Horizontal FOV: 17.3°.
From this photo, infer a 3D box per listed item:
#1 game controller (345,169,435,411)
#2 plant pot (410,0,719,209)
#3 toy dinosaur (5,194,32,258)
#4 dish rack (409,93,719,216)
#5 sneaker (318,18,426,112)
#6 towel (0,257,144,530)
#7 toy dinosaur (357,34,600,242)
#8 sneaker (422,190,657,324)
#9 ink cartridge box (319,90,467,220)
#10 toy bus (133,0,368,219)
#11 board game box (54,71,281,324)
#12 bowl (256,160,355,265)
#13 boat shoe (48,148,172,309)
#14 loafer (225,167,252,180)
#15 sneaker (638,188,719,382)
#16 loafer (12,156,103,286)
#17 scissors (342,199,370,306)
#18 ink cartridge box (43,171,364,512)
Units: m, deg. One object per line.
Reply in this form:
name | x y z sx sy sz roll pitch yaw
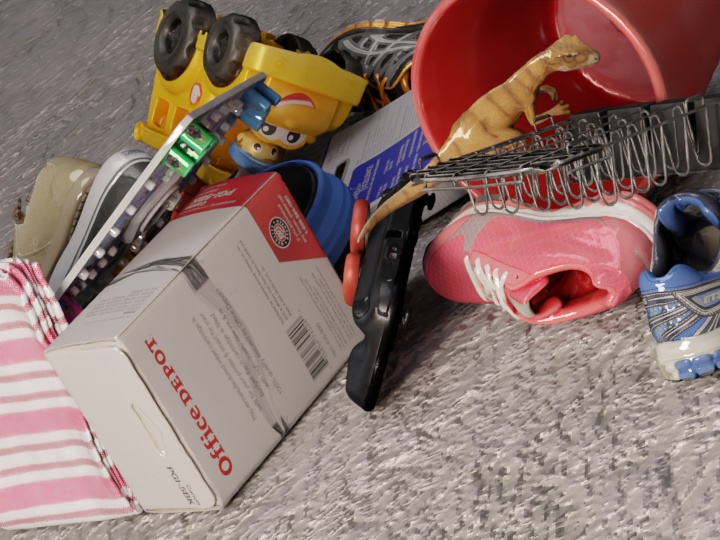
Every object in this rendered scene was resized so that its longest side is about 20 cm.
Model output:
game controller | 0.022 0.011 1.635 0.042 0.105 0.200 7 30 5
plant pot | 0.163 -0.152 1.697 0.200 0.201 0.177 -11 20 38
toy dinosaur | -0.246 -0.022 2.004 0.200 0.101 0.058 146 137 -66
dish rack | 0.137 -0.068 1.491 0.200 0.055 0.153 -20 10 -41
sneaker | 0.030 -0.168 2.021 0.200 0.078 0.077 -14 37 37
towel | -0.242 0.091 1.646 0.146 0.200 0.030 -12 16 42
toy dinosaur | 0.077 -0.088 1.599 0.200 0.106 0.060 -44 59 5
sneaker | 0.110 -0.002 1.578 0.200 0.074 0.087 -9 33 42
ink cartridge box | 0.051 -0.097 1.875 0.200 0.047 0.198 -33 21 25
toy bus | -0.107 -0.119 2.003 0.200 0.136 0.192 23 94 57
board game box | -0.143 -0.044 1.693 0.200 0.026 0.200 -51 -2 19
bowl | -0.092 -0.006 1.823 0.200 0.039 0.201 -35 25 19
boat shoe | -0.196 0.000 1.855 0.069 0.200 0.057 -8 41 -40
loafer | -0.162 -0.019 1.951 0.200 0.063 0.072 -28 21 5
sneaker | 0.225 -0.022 1.462 0.077 0.085 0.200 -14 27 34
loafer | -0.248 -0.007 1.906 0.068 0.076 0.200 43 116 36
scissors | 0.000 0.000 1.707 0.014 0.073 0.200 5 -10 3
ink cartridge box | -0.103 0.049 1.630 0.083 0.147 0.200 -8 29 43
